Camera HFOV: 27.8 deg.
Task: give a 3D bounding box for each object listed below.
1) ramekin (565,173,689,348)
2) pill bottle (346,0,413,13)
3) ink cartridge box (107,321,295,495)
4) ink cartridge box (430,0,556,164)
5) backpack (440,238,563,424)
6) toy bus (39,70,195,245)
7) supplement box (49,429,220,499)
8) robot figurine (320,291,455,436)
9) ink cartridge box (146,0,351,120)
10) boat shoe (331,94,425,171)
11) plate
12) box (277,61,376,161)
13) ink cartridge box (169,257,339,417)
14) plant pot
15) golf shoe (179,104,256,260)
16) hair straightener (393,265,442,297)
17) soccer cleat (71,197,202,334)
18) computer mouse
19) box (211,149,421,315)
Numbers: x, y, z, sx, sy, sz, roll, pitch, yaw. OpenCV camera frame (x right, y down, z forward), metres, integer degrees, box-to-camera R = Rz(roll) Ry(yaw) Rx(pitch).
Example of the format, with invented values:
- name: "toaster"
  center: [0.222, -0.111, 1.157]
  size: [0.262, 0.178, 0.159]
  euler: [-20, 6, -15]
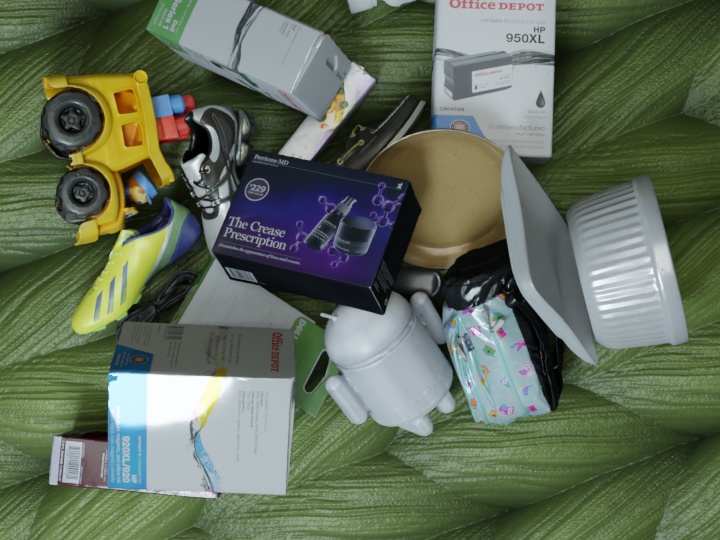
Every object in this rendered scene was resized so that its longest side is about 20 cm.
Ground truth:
- name: "ramekin"
  center: [0.307, -0.003, 1.688]
  size: [0.105, 0.200, 0.201]
  euler: [-14, 88, 10]
- name: "pill bottle"
  center: [0.068, -0.385, 1.741]
  size: [0.200, 0.114, 0.114]
  euler: [-19, 88, 1]
- name: "ink cartridge box"
  center: [-0.173, 0.152, 1.621]
  size: [0.199, 0.147, 0.145]
  euler: [3, 109, -3]
- name: "ink cartridge box"
  center: [0.158, -0.233, 1.749]
  size: [0.144, 0.084, 0.201]
  euler: [2, 88, 1]
- name: "backpack"
  center: [0.165, 0.080, 1.710]
  size: [0.126, 0.167, 0.200]
  euler: [-14, 105, 19]
- name: "toy bus"
  center: [-0.282, -0.143, 1.748]
  size: [0.192, 0.136, 0.201]
  euler: [-10, 90, -15]
- name: "supplement box"
  center: [-0.259, 0.230, 1.736]
  size: [0.199, 0.109, 0.061]
  euler: [5, 88, 1]
- name: "robot figurine"
  center: [0.033, 0.102, 1.710]
  size: [0.170, 0.113, 0.200]
  euler: [-46, 116, -22]
- name: "ink cartridge box"
  center: [-0.127, -0.263, 1.707]
  size: [0.200, 0.146, 0.084]
  euler: [26, 90, 15]
- name: "boat shoe"
  center: [-0.001, -0.138, 1.756]
  size: [0.061, 0.072, 0.201]
  euler: [39, 91, 4]
- name: "plate"
  center: [0.209, -0.012, 1.661]
  size: [0.032, 0.200, 0.200]
  euler: [-21, 52, 20]
- name: "box"
  center: [-0.056, -0.165, 1.775]
  size: [0.039, 0.041, 0.200]
  euler: [39, 91, 4]
- name: "ink cartridge box"
  center: [-0.123, 0.085, 1.735]
  size: [0.200, 0.059, 0.104]
  euler: [33, 66, -12]
- name: "plant pot"
  center: [0.097, -0.089, 1.728]
  size: [0.199, 0.028, 0.200]
  euler: [1, 128, 1]
- name: "golf shoe"
  center: [-0.180, -0.099, 1.741]
  size: [0.078, 0.094, 0.201]
  euler: [-7, 83, 46]
- name: "hair straightener"
  center: [0.000, 0.000, 1.750]
  size: [0.200, 0.077, 0.041]
  euler: [13, 90, 2]
- name: "soccer cleat"
  center: [-0.281, -0.007, 1.752]
  size: [0.200, 0.065, 0.084]
  euler: [-43, 124, -6]
- name: "computer mouse"
  center: [-0.186, 0.097, 1.774]
  size: [0.200, 0.046, 0.140]
  euler: [42, 80, 3]
- name: "box"
  center: [-0.049, -0.046, 1.667]
  size: [0.200, 0.079, 0.141]
  euler: [12, 66, 20]
